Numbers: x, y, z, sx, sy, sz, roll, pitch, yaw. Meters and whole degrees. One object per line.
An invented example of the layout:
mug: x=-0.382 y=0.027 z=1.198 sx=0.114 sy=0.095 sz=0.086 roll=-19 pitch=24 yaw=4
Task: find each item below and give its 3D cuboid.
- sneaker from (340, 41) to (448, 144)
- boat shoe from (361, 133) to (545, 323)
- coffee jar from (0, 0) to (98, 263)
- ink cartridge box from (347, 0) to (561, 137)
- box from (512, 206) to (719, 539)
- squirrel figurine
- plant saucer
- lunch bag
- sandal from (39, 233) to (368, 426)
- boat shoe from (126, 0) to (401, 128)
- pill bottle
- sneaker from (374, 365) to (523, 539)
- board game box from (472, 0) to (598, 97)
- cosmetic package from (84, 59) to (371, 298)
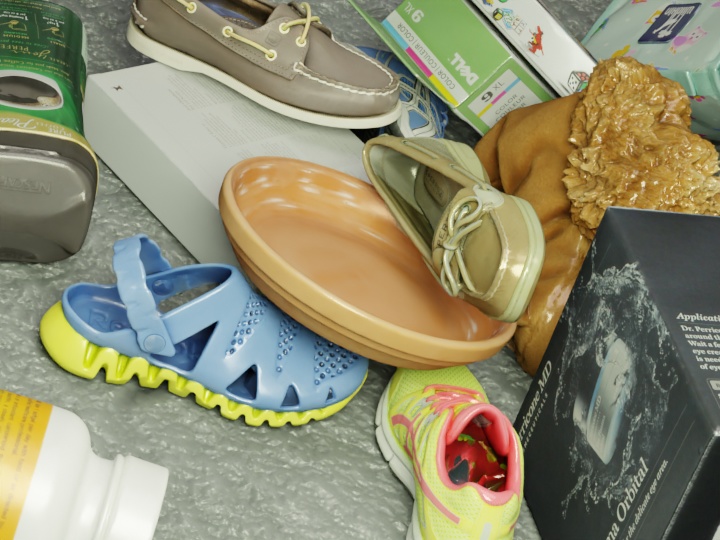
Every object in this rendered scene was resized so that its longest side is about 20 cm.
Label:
sneaker: x=0.032 y=-0.097 z=1.782 sx=0.077 sy=0.076 sz=0.200 roll=-4 pitch=43 yaw=-25
boat shoe: x=0.055 y=-0.030 z=1.555 sx=0.063 sy=0.073 sz=0.201 roll=13 pitch=23 yaw=-22
coffee jar: x=-0.221 y=-0.089 z=1.628 sx=0.104 sy=0.086 sz=0.200 roll=6 pitch=36 yaw=-14
ink cartridge box: x=0.080 y=-0.143 z=1.796 sx=0.200 sy=0.059 sz=0.104 roll=36 pitch=14 yaw=-53
box: x=0.189 y=0.102 z=1.495 sx=0.117 sy=0.197 sz=0.200 roll=5 pitch=38 yaw=-20
squirrel figurine: x=0.148 y=-0.029 z=1.656 sx=0.141 sy=0.200 sz=0.187 roll=26 pitch=47 yaw=-10
plant saucer: x=0.000 y=0.000 z=1.562 sx=0.200 sy=0.038 sz=0.200 roll=25 pitch=23 yaw=-11
lunch bag: x=0.269 y=-0.154 z=1.899 sx=0.200 sy=0.122 sz=0.170 roll=-8 pitch=9 yaw=-39
sandal: x=-0.087 y=0.034 z=1.537 sx=0.199 sy=0.087 sz=0.080 roll=12 pitch=34 yaw=-16
boat shoe: x=-0.062 y=-0.154 z=1.724 sx=0.199 sy=0.060 sz=0.072 roll=22 pitch=32 yaw=14
pill bottle: x=-0.207 y=0.114 z=1.341 sx=0.199 sy=0.111 sz=0.111 roll=17 pitch=35 yaw=-6
sneaker: x=0.063 y=0.103 z=1.519 sx=0.078 sy=0.091 sz=0.200 roll=8 pitch=36 yaw=-16
board game box: x=0.111 y=-0.180 z=1.797 sx=0.200 sy=0.035 sz=0.126 roll=48 pitch=8 yaw=6
cosmetic package: x=-0.073 y=-0.067 z=1.708 sx=0.150 sy=0.052 sz=0.200 roll=-14 pitch=48 yaw=-42
